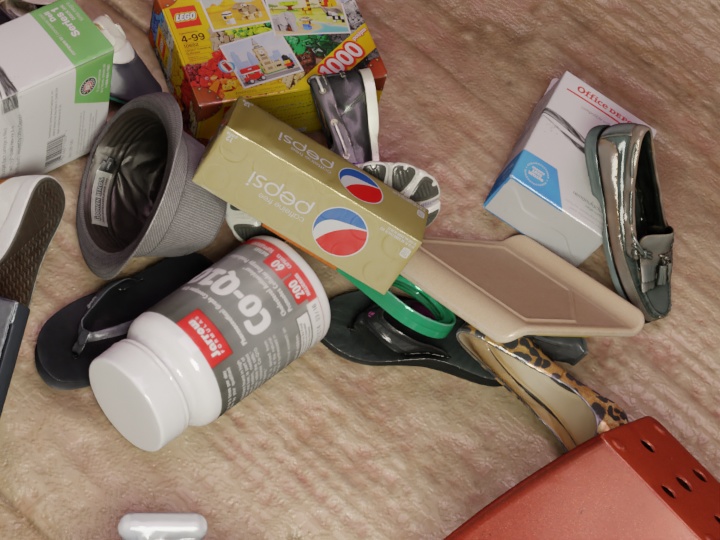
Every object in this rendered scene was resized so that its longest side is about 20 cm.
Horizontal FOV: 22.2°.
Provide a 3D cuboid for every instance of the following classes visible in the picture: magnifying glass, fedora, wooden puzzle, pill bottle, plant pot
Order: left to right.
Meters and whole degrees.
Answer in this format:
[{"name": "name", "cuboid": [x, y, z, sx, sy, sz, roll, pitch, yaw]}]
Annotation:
[{"name": "fedora", "cuboid": [-0.181, -0.069, 1.674, 0.090, 0.200, 0.177, 20, 93, -31]}, {"name": "pill bottle", "cuboid": [-0.132, 0.065, 1.615, 0.114, 0.114, 0.200, 43, 58, 16]}, {"name": "magnifying glass", "cuboid": [0.000, 0.000, 1.648, 0.200, 0.022, 0.080, 29, 20, -12]}, {"name": "wooden puzzle", "cuboid": [0.137, 0.020, 1.693, 0.200, 0.037, 0.185, -3, 29, -44]}, {"name": "plant pot", "cuboid": [0.209, 0.232, 1.494, 0.200, 0.176, 0.200, 46, 21, 18]}]

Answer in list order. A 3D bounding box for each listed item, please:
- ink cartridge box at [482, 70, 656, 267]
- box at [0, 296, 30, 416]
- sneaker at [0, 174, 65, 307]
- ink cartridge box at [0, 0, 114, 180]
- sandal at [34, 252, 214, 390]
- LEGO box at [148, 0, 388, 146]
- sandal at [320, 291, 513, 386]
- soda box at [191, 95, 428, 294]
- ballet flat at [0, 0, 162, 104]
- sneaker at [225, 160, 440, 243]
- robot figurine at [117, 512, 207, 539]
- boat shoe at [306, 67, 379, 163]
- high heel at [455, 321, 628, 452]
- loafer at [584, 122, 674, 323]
[{"name": "ink cartridge box", "cuboid": [0.218, -0.116, 1.840, 0.116, 0.068, 0.200, 33, 54, -5]}, {"name": "box", "cuboid": [-0.391, 0.073, 1.521, 0.199, 0.104, 0.149, 16, 84, -3]}, {"name": "sneaker", "cuboid": [-0.339, 0.002, 1.651, 0.084, 0.073, 0.200, 4, 57, 33]}, {"name": "ink cartridge box", "cuboid": [-0.334, -0.146, 1.690, 0.200, 0.146, 0.084, -28, 66, -29]}, {"name": "sandal", "cuboid": [-0.213, 0.035, 1.659, 0.200, 0.043, 0.076, -35, 70, -30]}, {"name": "LEGO box", "cuboid": [-0.094, -0.213, 1.835, 0.199, 0.077, 0.149, -12, 60, -21]}, {"name": "sandal", "cuboid": [0.057, 0.055, 1.707, 0.200, 0.048, 0.076, 11, 55, -7]}, {"name": "soda box", "cuboid": [-0.043, -0.066, 1.602, 0.200, 0.068, 0.064, 31, 30, -10]}, {"name": "ballet flat", "cuboid": [-0.282, -0.228, 1.802, 0.199, 0.073, 0.073, 26, 55, 5]}, {"name": "sneaker", "cuboid": [-0.025, -0.075, 1.688, 0.199, 0.081, 0.084, -1, 26, 6]}, {"name": "robot figurine", "cuboid": [-0.156, 0.276, 1.467, 0.199, 0.113, 0.170, 1, 64, -13]}, {"name": "boat shoe", "cuboid": [-0.014, -0.093, 1.755, 0.067, 0.072, 0.201, -4, 83, -12]}, {"name": "high heel", "cuboid": [0.163, 0.125, 1.651, 0.142, 0.071, 0.200, 10, 44, -30]}, {"name": "loafer", "cuboid": [0.268, -0.044, 1.751, 0.072, 0.063, 0.201, -32, 109, -48]}]
